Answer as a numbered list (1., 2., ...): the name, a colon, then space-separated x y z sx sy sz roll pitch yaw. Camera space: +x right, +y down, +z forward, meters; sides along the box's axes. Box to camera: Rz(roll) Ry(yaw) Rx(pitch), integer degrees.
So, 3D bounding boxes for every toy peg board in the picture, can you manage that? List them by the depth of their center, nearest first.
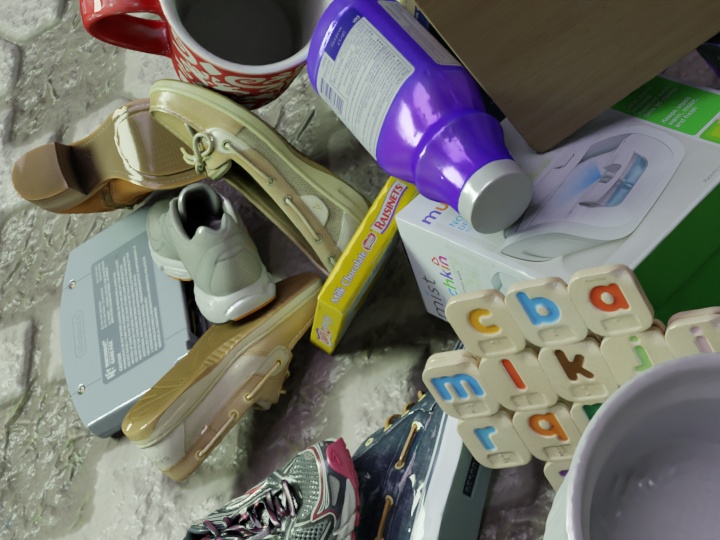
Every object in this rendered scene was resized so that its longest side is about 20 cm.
1. toy peg board: 0.130 -0.215 0.940 0.200 0.199 0.098 -34 36 16

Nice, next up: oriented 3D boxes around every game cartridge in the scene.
1. game cartridge: -0.196 0.041 1.297 0.133 0.040 0.201 -27 48 15

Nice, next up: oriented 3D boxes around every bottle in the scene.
1. bottle: 0.038 -0.101 0.982 0.200 0.065 0.084 51 130 39

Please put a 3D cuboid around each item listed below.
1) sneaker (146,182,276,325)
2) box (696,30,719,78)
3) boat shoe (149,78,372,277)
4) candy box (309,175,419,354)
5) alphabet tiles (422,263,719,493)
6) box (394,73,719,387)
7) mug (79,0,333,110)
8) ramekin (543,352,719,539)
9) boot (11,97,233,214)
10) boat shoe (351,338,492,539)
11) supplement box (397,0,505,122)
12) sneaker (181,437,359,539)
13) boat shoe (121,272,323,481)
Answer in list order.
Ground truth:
1. sneaker: -0.126 -0.037 1.211 0.075 0.092 0.200 -25 29 -17
2. box: 0.324 -0.134 0.934 0.106 0.122 0.200 -53 32 -6
3. boat shoe: -0.083 -0.072 1.163 0.063 0.200 0.073 -58 11 -14
4. candy box: 0.000 0.000 1.086 0.026 0.200 0.103 28 79 2
5. alphabet tiles: 0.141 0.074 0.911 0.199 0.196 0.015 -12 39 31
6. box: 0.157 -0.034 0.996 0.200 0.097 0.176 -41 44 -23
7. mug: -0.106 -0.200 1.136 0.200 0.177 0.134 145 148 -81
8. ramekin: 0.194 0.155 0.820 0.199 0.098 0.201 5 63 -9
9. boot: -0.177 -0.087 1.279 0.199 0.155 0.077 -19 84 11
10. boat shoe: 0.046 0.110 1.039 0.091 0.071 0.201 6 67 35
11. supplement box: 0.061 -0.206 1.130 0.134 0.201 0.200 -12 40 -22
12. sneaker: -0.069 0.183 1.032 0.200 0.074 0.081 -47 40 33
13. boat shoe: -0.093 0.081 1.166 0.200 0.069 0.074 -42 22 -25
